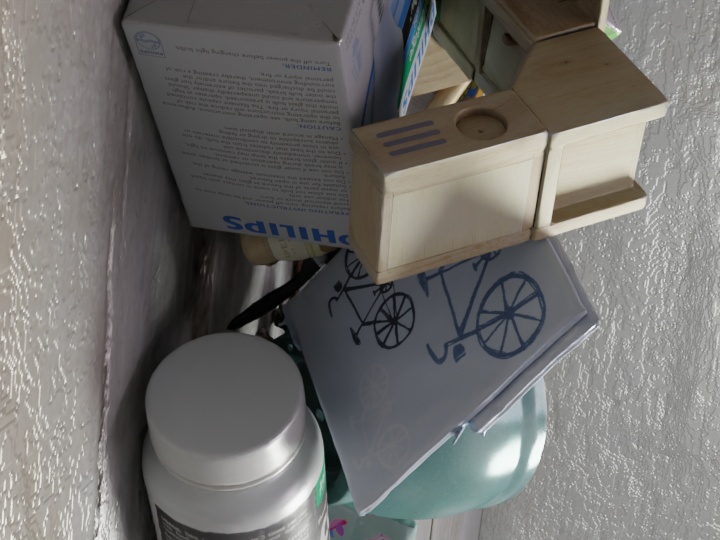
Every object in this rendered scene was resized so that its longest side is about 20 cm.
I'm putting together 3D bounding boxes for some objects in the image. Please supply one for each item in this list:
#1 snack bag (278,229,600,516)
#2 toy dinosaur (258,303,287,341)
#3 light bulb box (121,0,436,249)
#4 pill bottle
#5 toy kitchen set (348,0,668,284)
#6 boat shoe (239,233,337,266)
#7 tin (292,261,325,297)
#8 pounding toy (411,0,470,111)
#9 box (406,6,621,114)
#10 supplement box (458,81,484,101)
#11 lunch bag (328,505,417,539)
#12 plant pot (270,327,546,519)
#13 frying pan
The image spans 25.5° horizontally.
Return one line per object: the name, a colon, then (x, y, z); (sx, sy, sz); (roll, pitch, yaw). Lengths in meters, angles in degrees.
snack bag: (0.040, 0.028, 0.958); (0.200, 0.021, 0.189); (-46, -137, 22)
toy dinosaur: (-0.026, 0.082, 1.249); (0.077, 0.102, 0.202); (-39, 136, -73)
light bulb box: (-0.037, -0.150, 0.939); (0.200, 0.124, 0.199); (79, 23, -58)
pill bottle: (-0.077, 0.140, 1.001); (0.201, 0.112, 0.114); (88, 16, -47)
toy kitchen set: (0.052, -0.137, 0.898); (0.164, 0.179, 0.200); (93, -27, -43)
boat shoe: (-0.057, -0.049, 1.088); (0.200, 0.065, 0.073); (-105, 176, -72)
tin: (0.000, 0.000, 1.297); (0.042, 0.111, 0.202); (-16, 115, -61)
pounding toy: (0.078, -0.196, 1.129); (0.142, 0.183, 0.201); (51, 37, -42)
box: (0.095, -0.181, 1.309); (0.144, 0.199, 0.037); (24, 44, -47)
supplement box: (0.106, -0.145, 1.271); (0.200, 0.068, 0.067); (115, -29, -51)
lunch bag: (-0.026, 0.333, 1.420); (0.171, 0.121, 0.201); (-65, 169, -62)
plant pot: (0.012, 0.087, 1.098); (0.134, 0.200, 0.202); (-17, 124, -33)
frying pan: (-0.007, -0.024, 1.121); (0.031, 0.189, 0.115); (59, 31, -13)
